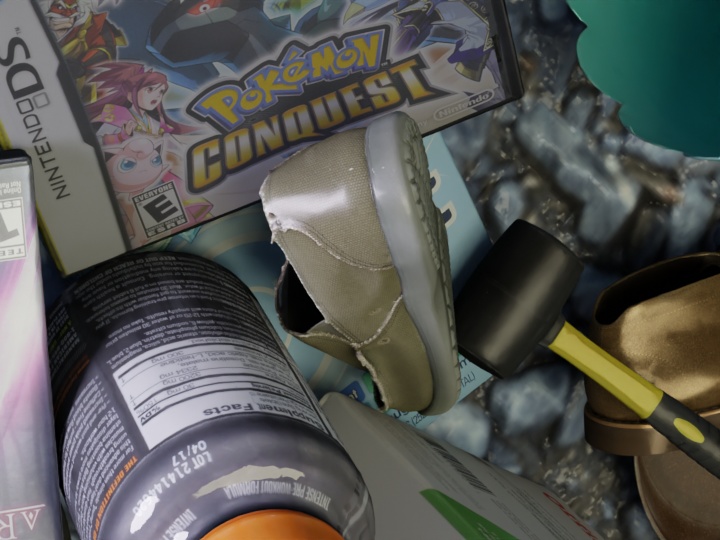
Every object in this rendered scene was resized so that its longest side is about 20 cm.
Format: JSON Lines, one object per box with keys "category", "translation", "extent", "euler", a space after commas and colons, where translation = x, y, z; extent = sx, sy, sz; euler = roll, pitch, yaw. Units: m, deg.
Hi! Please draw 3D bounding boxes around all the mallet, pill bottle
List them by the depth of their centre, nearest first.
{"category": "pill bottle", "translation": [-0.059, 0.081, 1.002], "extent": [0.106, 0.200, 0.107], "euler": [-9, 120, -15]}
{"category": "mallet", "translation": [0.130, 0.047, 1.176], "extent": [0.199, 0.041, 0.066], "euler": [28, 89, -20]}

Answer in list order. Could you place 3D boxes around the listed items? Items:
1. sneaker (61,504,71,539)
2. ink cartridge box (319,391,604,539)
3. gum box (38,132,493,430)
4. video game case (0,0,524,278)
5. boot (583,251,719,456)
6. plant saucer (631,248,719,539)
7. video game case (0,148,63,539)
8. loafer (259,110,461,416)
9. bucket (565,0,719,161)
{"category": "sneaker", "translation": [-0.163, 0.073, 1.054], "extent": [0.076, 0.091, 0.201], "euler": [-36, 125, -18]}
{"category": "ink cartridge box", "translation": [0.056, 0.146, 1.152], "extent": [0.084, 0.146, 0.200], "euler": [-51, 145, 7]}
{"category": "gum box", "translation": [-0.032, -0.001, 1.136], "extent": [0.170, 0.045, 0.200], "euler": [-37, 125, -15]}
{"category": "video game case", "translation": [-0.046, -0.096, 0.980], "extent": [0.199, 0.026, 0.181], "euler": [-21, 138, -4]}
{"category": "boot", "translation": [0.194, 0.025, 1.238], "extent": [0.199, 0.074, 0.076], "euler": [-15, 110, -24]}
{"category": "plant saucer", "translation": [0.210, 0.057, 1.320], "extent": [0.199, 0.032, 0.201], "euler": [-12, 114, -27]}
{"category": "video game case", "translation": [-0.184, 0.062, 0.979], "extent": [0.142, 0.019, 0.201], "euler": [-8, 108, -17]}
{"category": "loafer", "translation": [0.000, 0.000, 1.061], "extent": [0.069, 0.076, 0.200], "euler": [-7, 150, 4]}
{"category": "bucket", "translation": [0.200, -0.133, 1.137], "extent": [0.134, 0.207, 0.208], "euler": [11, 103, -43]}
